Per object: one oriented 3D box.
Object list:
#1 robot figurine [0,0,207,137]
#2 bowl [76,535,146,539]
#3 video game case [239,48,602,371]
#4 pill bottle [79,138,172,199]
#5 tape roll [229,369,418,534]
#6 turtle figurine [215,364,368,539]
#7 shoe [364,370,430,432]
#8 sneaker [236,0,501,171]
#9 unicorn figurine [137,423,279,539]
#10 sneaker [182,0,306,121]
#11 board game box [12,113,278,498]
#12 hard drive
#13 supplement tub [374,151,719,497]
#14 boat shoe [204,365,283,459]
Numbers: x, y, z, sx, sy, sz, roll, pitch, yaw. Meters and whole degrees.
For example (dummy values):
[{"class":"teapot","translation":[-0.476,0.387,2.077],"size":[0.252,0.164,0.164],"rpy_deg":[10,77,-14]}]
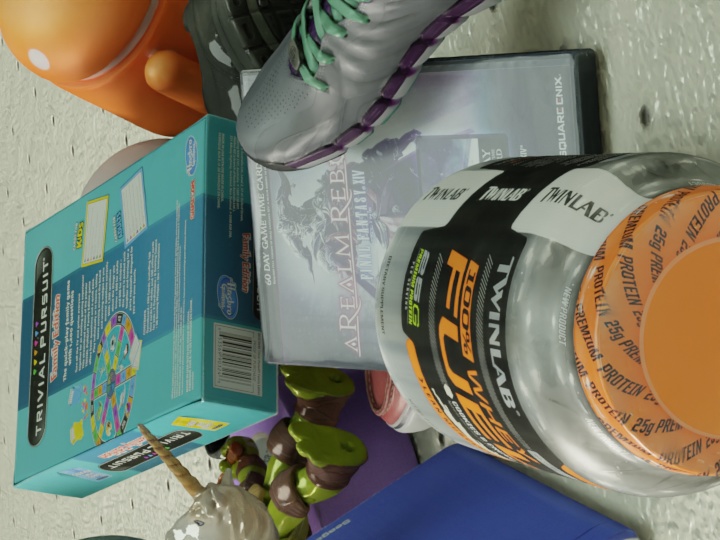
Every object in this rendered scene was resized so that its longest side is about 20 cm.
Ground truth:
[{"class":"robot figurine","translation":[-0.137,-0.151,1.377],"size":[0.116,0.200,0.144],"rpy_deg":[-17,65,32]},{"class":"bowl","translation":[-0.113,0.245,1.293],"size":[0.105,0.200,0.202],"rpy_deg":[-16,80,52]},{"class":"video game case","translation":[0.027,-0.024,1.053],"size":[0.199,0.019,0.144],"rpy_deg":[1,99,41]},{"class":"pill bottle","translation":[-0.120,-0.025,1.437],"size":[0.200,0.112,0.114],"rpy_deg":[-154,58,-85]},{"class":"tape roll","translation":[-0.019,0.158,1.337],"size":[0.200,0.065,0.201],"rpy_deg":[174,90,-71]},{"class":"turtle figurine","translation":[-0.051,0.137,1.208],"size":[0.162,0.064,0.200],"rpy_deg":[-59,11,31]},{"class":"shoe","translation":[0.000,0.000,1.177],"size":[0.072,0.091,0.201],"rpy_deg":[-120,29,-50]},{"class":"sneaker","translation":[-0.001,-0.123,1.001],"size":[0.200,0.087,0.075],"rpy_deg":[-41,55,25]},{"class":"unicorn figurine","translation":[-0.064,0.191,1.069],"size":[0.138,0.074,0.200],"rpy_deg":[-61,41,36]},{"class":"sneaker","translation":[-0.038,-0.073,1.247],"size":[0.091,0.076,0.201],"rpy_deg":[-15,93,58]},{"class":"board game box","translation":[-0.115,0.024,1.223],"size":[0.200,0.047,0.152],"rpy_deg":[-26,58,51]},{"class":"hard drive","translation":[0.034,0.140,1.065],"size":[0.025,0.132,0.200],"rpy_deg":[61,167,-15]},{"class":"supplement tub","translation":[0.090,0.017,0.860],"size":[0.200,0.122,0.123],"rpy_deg":[-176,80,-72]},{"class":"boat shoe","translation":[-0.059,0.051,1.433],"size":[0.200,0.056,0.069],"rpy_deg":[101,155,-43]}]
